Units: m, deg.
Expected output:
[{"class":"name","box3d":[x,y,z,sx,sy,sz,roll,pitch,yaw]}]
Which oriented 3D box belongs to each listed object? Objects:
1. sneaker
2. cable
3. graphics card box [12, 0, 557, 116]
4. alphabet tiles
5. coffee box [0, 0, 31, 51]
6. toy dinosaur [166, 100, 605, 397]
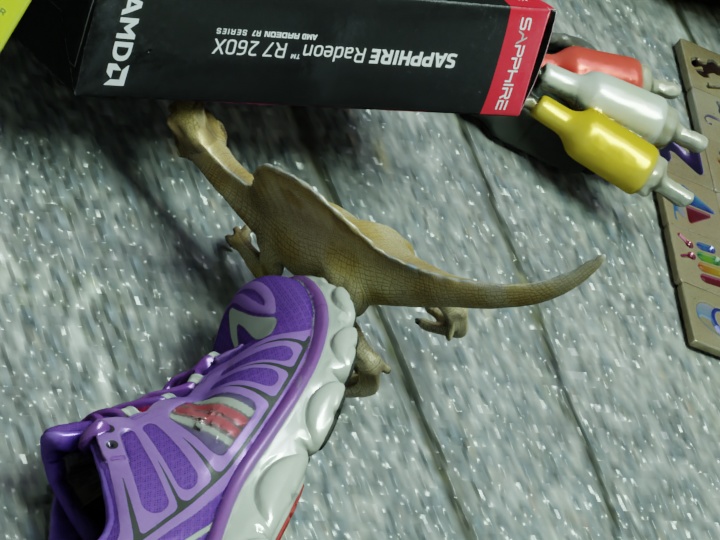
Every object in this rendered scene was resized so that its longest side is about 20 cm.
[{"class":"sneaker","box3d":[-0.058,0.058,0.926,0.083,0.081,0.200,29,37,-3]},{"class":"cable","box3d":[0.054,-0.090,1.193,0.199,0.050,0.097,24,39,-23]},{"class":"graphics card box","box3d":[-0.042,-0.107,1.068,0.199,0.051,0.125,1,27,-35]},{"class":"alphabet tiles","box3d":[0.199,-0.019,1.291,0.167,0.008,0.201,20,42,-27]},{"class":"coffee box","box3d":[-0.213,-0.079,0.815,0.200,0.200,0.198,34,37,-10]},{"class":"toy dinosaur","box3d":[0.000,0.000,1.004,0.200,0.101,0.058,27,67,32]}]
